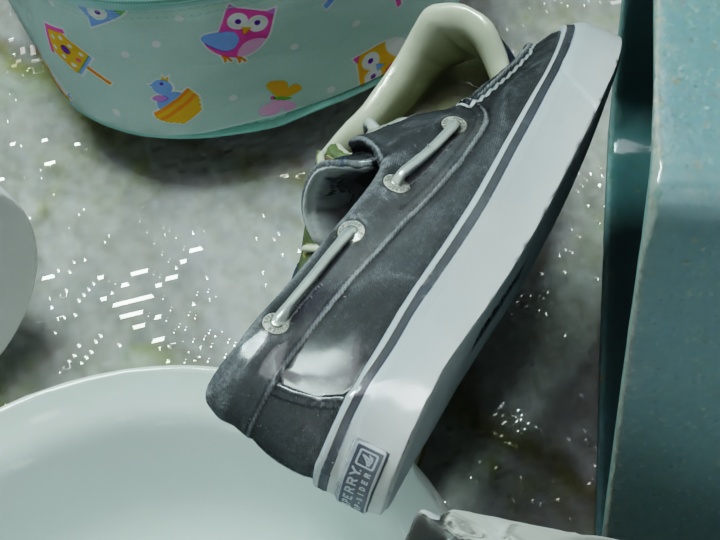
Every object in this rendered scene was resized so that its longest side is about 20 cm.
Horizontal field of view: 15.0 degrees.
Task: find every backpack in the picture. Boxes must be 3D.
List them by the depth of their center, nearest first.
[{"bbox_3d":[-0.056,-0.151,0.964,0.175,0.154,0.201,-16,56,-7],"label":"backpack"}]

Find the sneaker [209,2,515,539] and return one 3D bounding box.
[{"bbox_3d":[0.000,0.000,0.863,0.067,0.090,0.201,16,57,23],"label":"sneaker"}]

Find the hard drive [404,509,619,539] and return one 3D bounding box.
[{"bbox_3d":[0.116,0.115,0.673,0.140,0.199,0.038,34,102,46],"label":"hard drive"}]

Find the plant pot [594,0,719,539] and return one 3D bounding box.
[{"bbox_3d":[0.174,-0.026,0.791,0.198,0.196,0.197,4,52,2],"label":"plant pot"}]

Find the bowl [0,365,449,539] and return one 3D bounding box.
[{"bbox_3d":[-0.058,0.133,0.768,0.200,0.091,0.202,-6,50,7],"label":"bowl"}]

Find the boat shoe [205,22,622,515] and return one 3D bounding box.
[{"bbox_3d":[0.017,-0.015,0.786,0.067,0.072,0.200,27,49,6],"label":"boat shoe"}]

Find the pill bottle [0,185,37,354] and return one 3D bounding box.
[{"bbox_3d":[-0.205,-0.038,0.924,0.116,0.116,0.200,-38,54,-18],"label":"pill bottle"}]
